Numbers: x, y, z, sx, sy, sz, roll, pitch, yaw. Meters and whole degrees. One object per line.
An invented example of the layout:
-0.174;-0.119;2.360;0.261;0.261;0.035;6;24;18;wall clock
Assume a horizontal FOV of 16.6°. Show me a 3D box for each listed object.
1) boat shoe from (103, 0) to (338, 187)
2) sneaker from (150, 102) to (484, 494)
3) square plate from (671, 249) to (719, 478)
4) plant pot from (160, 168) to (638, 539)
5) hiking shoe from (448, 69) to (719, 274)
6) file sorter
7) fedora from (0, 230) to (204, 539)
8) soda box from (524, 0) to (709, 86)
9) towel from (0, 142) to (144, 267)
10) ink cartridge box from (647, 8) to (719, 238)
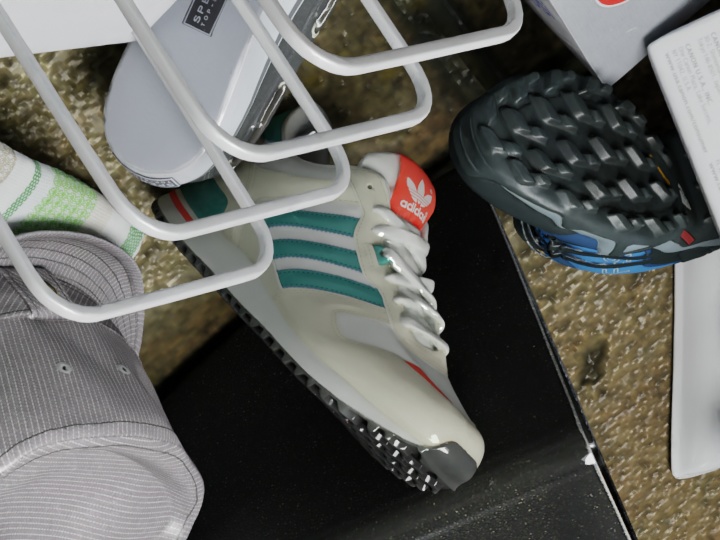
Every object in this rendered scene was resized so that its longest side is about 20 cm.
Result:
-0.035;-0.123;0.955;0.200;0.069;0.057;-60;161;8;boat shoe
0.000;0.000;0.962;0.093;0.200;0.070;-44;136;-2;sneaker
0.242;0.002;1.181;0.198;0.028;0.200;-16;125;-17;square plate
0.021;0.109;1.053;0.177;0.200;0.200;-22;128;5;plant pot
0.092;-0.028;1.024;0.087;0.075;0.200;-26;157;34;hiking shoe
-0.038;-0.093;0.820;0.200;0.125;0.139;-42;165;34;file sorter
-0.125;0.079;0.941;0.177;0.090;0.200;-60;151;6;fedora
0.075;-0.149;0.942;0.068;0.063;0.200;-41;151;3;soda box
-0.173;0.009;0.933;0.149;0.031;0.200;-48;157;5;towel
0.233;-0.056;0.972;0.200;0.163;0.050;-23;170;14;ink cartridge box
